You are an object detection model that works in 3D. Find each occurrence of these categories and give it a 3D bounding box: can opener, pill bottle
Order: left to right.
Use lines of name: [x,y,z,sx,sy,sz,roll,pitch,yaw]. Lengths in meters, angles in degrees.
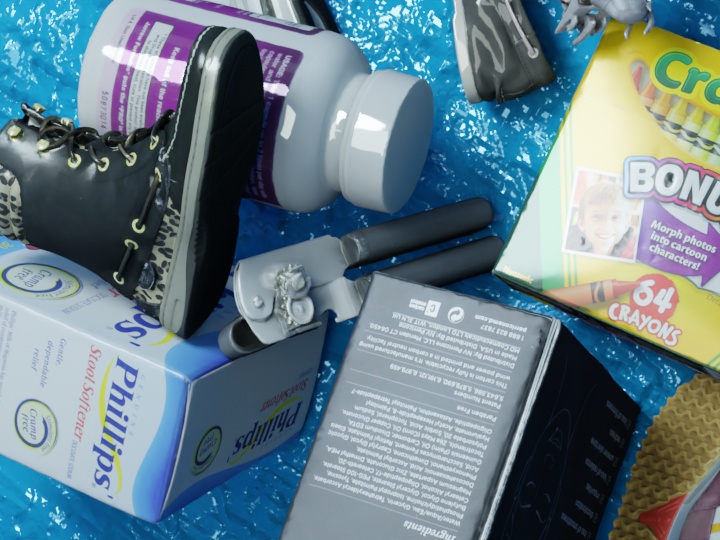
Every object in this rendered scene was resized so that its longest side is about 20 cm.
pill bottle: [-0.061,-0.098,1.408,0.199,0.112,0.113,16,100,19]
can opener: [0.000,0.000,1.410,0.066,0.199,0.053,-25,84,58]

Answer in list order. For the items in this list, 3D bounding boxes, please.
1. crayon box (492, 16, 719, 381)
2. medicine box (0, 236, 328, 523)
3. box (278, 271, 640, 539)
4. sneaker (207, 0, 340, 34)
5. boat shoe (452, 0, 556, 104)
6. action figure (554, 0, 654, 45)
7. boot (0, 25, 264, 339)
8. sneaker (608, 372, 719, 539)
crayon box: [0.204,-0.034,1.355,0.199,0.058,0.173,24,87,21]
medicine box: [-0.152,0.054,1.467,0.199,0.182,0.104,21,112,22]
box: [0.058,0.131,1.347,0.123,0.200,0.198,14,78,24]
sneaker: [-0.093,-0.185,1.491,0.115,0.076,0.202,-22,87,22]
boat shoe: [0.077,-0.203,1.426,0.057,0.067,0.201,-10,94,8]
action figure: [0.137,-0.220,1.355,0.130,0.069,0.201,-49,48,46]
boot: [-0.142,-0.070,1.350,0.153,0.073,0.204,24,127,16]
sneaker: [0.206,0.153,1.388,0.075,0.090,0.201,16,77,59]
